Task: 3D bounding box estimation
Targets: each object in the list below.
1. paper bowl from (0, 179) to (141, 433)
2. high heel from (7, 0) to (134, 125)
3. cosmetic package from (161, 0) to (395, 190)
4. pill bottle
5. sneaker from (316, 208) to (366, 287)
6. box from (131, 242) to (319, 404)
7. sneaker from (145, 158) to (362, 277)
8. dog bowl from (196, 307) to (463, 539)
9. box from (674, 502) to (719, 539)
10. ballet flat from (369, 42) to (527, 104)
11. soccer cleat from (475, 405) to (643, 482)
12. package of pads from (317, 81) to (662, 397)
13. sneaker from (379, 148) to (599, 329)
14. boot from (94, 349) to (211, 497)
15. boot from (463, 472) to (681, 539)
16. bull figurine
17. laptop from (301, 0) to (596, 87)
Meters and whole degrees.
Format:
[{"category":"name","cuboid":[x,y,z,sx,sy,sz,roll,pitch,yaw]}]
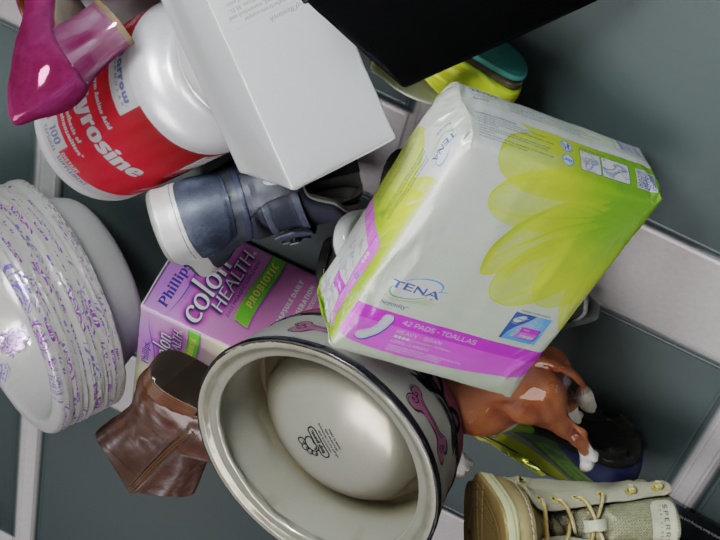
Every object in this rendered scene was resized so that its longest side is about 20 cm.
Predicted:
[{"category":"paper bowl","cuboid":[-0.250,0.022,1.754,0.201,0.104,0.201,43,148,36]},{"category":"high heel","cuboid":[-0.224,-0.154,1.477,0.067,0.096,0.200,56,171,-35]},{"category":"cosmetic package","cuboid":[-0.065,-0.157,1.342,0.200,0.081,0.113,65,165,-18]},{"category":"pill bottle","cuboid":[-0.132,-0.124,1.497,0.112,0.112,0.200,43,145,-20]},{"category":"sneaker","cuboid":[0.000,0.000,1.548,0.099,0.071,0.200,7,169,27]},{"category":"box","cuboid":[-0.073,0.080,1.746,0.200,0.097,0.176,24,147,7]},{"category":"sneaker","cuboid":[-0.068,-0.053,1.578,0.202,0.146,0.077,-52,-59,-86]},{"category":"dog bowl","cuboid":[-0.015,0.115,1.553,0.200,0.074,0.200,19,130,23]},{"category":"box","cuboid":[0.244,0.283,1.716,0.200,0.164,0.086,30,148,1]},{"category":"ballet flat","cuboid":[0.015,-0.160,1.369,0.200,0.067,0.067,37,125,-17]},{"category":"soccer cleat","cuboid":[0.121,0.125,1.681,0.200,0.065,0.084,21,138,11]},{"category":"package of pads","cuboid":[0.076,-0.018,1.407,0.154,0.068,0.200,17,126,-24]},{"category":"sneaker","cuboid":[0.106,-0.023,1.500,0.115,0.075,0.200,-6,144,36]},{"category":"boot","cuboid":[-0.118,0.154,1.736,0.186,0.064,0.200,38,147,0]},{"category":"boot","cuboid":[0.156,0.183,1.568,0.154,0.072,0.200,1,176,-2]},{"category":"bull figurine","cuboid":[0.082,0.094,1.576,0.200,0.065,0.121,-2,142,42]},{"category":"laptop","cuboid":[0.050,-0.223,1.240,0.187,0.116,0.200,-24,97,19]}]
